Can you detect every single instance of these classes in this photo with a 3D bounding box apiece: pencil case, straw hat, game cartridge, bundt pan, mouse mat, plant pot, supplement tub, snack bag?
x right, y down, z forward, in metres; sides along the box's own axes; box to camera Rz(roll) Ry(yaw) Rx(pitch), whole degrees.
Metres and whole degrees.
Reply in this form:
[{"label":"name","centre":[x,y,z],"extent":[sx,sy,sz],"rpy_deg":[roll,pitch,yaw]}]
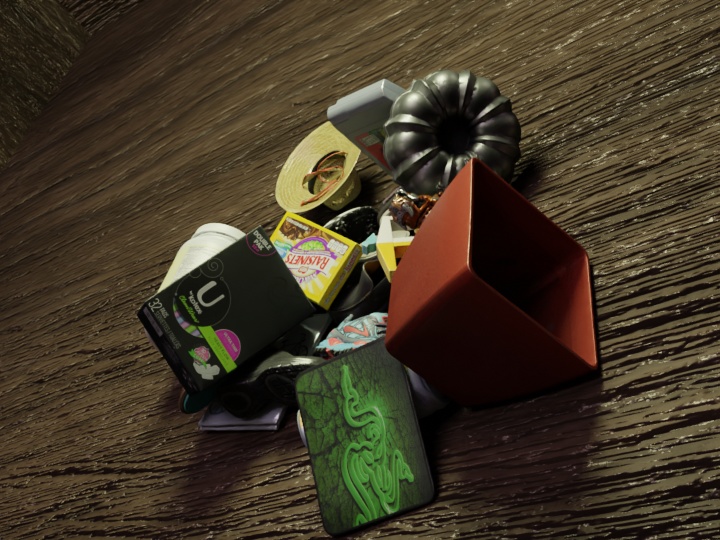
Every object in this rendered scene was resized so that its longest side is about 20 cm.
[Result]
[{"label":"pencil case","centre":[0.016,0.160,1.367],"extent":[0.199,0.091,0.083],"rpy_deg":[-33,5,25]},{"label":"straw hat","centre":[-0.044,-0.148,1.859],"extent":[0.199,0.085,0.203],"rpy_deg":[-30,37,26]},{"label":"game cartridge","centre":[0.061,-0.199,1.668],"extent":[0.132,0.199,0.041],"rpy_deg":[-21,47,38]},{"label":"bundt pan","centre":[0.129,-0.181,1.543],"extent":[0.202,0.202,0.076],"rpy_deg":[-45,0,-2]},{"label":"mouse mat","centre":[0.001,0.192,1.319],"extent":[0.159,0.007,0.203],"rpy_deg":[-25,68,28]},{"label":"plant pot","centre":[0.135,0.035,1.287],"extent":[0.176,0.199,0.202],"rpy_deg":[-39,27,33]},{"label":"supplement tub","centre":[-0.249,0.039,1.820],"extent":[0.144,0.145,0.202],"rpy_deg":[-18,38,39]},{"label":"snack bag","centre":[-0.139,0.150,1.660],"extent":[0.187,0.021,0.202],"rpy_deg":[-11,43,45]}]

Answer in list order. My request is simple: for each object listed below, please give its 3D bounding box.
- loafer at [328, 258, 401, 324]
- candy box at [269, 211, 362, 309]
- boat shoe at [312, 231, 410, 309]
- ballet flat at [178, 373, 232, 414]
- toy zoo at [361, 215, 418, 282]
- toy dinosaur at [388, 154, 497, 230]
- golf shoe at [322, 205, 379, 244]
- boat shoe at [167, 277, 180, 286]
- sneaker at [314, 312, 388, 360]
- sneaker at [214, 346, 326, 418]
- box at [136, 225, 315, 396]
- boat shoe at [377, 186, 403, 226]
[{"label":"loafer","centre":[0.026,0.013,1.568],"extent":[0.198,0.072,0.073],"rpy_deg":[-28,33,29]},{"label":"candy box","centre":[-0.079,-0.018,1.660],"extent":[0.199,0.026,0.103],"rpy_deg":[26,84,53]},{"label":"boat shoe","centre":[0.000,0.000,1.652],"extent":[0.198,0.057,0.067],"rpy_deg":[-23,23,27]},{"label":"ballet flat","centre":[-0.211,0.124,1.682],"extent":[0.072,0.068,0.201],"rpy_deg":[32,75,35]},{"label":"toy zoo","centre":[0.100,-0.033,1.471],"extent":[0.196,0.021,0.132],"rpy_deg":[-5,35,-1]},{"label":"toy dinosaur","centre":[0.134,-0.054,1.409],"extent":[0.102,0.199,0.137],"rpy_deg":[-41,17,37]},{"label":"golf shoe","centre":[-0.056,-0.038,1.739],"extent":[0.199,0.078,0.095],"rpy_deg":[-40,28,7]},{"label":"boat shoe","centre":[-0.197,0.031,1.714],"extent":[0.073,0.198,0.076],"rpy_deg":[-37,68,48]},{"label":"sneaker","centre":[0.017,0.091,1.472],"extent":[0.199,0.079,0.096],"rpy_deg":[6,53,55]},{"label":"sneaker","centre":[-0.113,0.140,1.552],"extent":[0.198,0.077,0.091],"rpy_deg":[-13,31,36]},{"label":"box","centre":[-0.191,0.058,1.591],"extent":[0.199,0.150,0.124],"rpy_deg":[-34,2,-20]},{"label":"boat shoe","centre":[0.101,-0.129,1.646],"extent":[0.199,0.067,0.057],"rpy_deg":[-38,35,20]}]
